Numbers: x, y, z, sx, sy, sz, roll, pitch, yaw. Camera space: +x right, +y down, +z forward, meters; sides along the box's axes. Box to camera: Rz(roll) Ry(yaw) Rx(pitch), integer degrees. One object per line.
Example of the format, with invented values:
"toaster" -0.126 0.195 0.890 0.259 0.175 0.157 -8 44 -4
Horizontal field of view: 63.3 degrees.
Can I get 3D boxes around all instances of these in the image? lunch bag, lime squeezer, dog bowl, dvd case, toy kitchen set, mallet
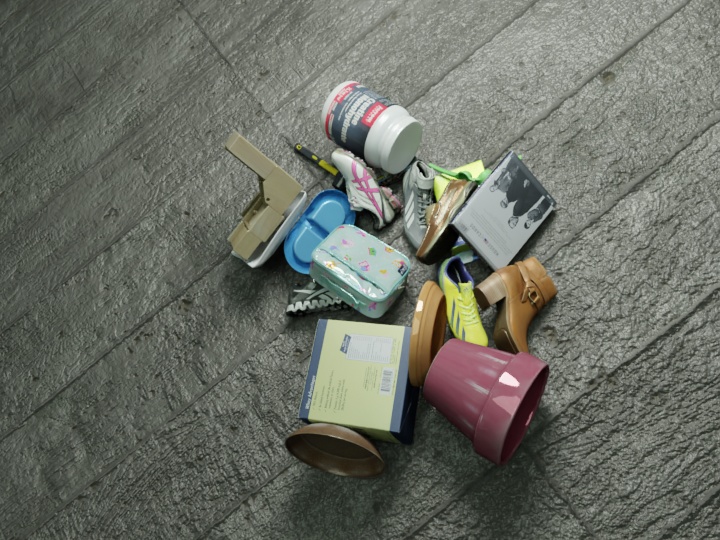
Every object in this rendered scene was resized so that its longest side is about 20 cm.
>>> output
"lunch bag" 0.000 0.000 1.220 0.199 0.078 0.160 32 45 15
"lime squeezer" 0.239 -0.210 1.236 0.197 0.038 0.072 -2 69 17
"dog bowl" -0.097 -0.088 1.312 0.111 0.049 0.201 37 83 -21
"dvd case" 0.289 -0.115 1.179 0.150 0.025 0.200 44 80 -14
"toy kitchen set" -0.266 -0.172 1.289 0.201 0.180 0.163 -51 27 3
"mallet" -0.083 -0.263 1.402 0.066 0.041 0.200 -44 62 0

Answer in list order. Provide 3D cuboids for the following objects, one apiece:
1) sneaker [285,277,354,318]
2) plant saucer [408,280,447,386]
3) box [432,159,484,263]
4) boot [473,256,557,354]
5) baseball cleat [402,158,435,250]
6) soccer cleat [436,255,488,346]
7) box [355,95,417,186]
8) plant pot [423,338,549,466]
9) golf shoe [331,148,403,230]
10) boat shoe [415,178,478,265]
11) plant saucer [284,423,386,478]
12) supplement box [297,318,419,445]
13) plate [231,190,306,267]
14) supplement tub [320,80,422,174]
"sneaker" -0.073 0.044 1.276 0.197 0.066 0.092 -10 73 15
"plant saucer" 0.133 0.122 1.116 0.037 0.200 0.203 7 74 17
"box" 0.233 -0.125 1.254 0.120 0.048 0.203 -18 67 10
"boot" 0.327 0.082 1.146 0.153 0.074 0.202 -26 91 -20
"baseball cleat" 0.129 -0.144 1.257 0.069 0.107 0.203 -4 69 -15
"soccer cleat" 0.207 0.066 1.171 0.064 0.084 0.203 -8 64 -22
"box" 0.044 -0.295 1.372 0.135 0.038 0.202 -23 67 8
"plant pot" 0.221 0.219 1.064 0.178 0.200 0.202 26 80 29
"golf shoe" 0.001 -0.178 1.280 0.092 0.073 0.200 -46 103 -5
"boat shoe" 0.170 -0.104 1.207 0.073 0.076 0.201 27 76 31
"plant saucer" -0.045 0.338 1.109 0.197 0.202 0.037 4 52 18
"supplement box" 0.008 0.217 1.147 0.197 0.135 0.203 4 66 18
"plate" -0.206 -0.099 1.338 0.201 0.032 0.199 -57 29 -6
"supplement tub" 0.023 -0.314 1.286 0.199 0.140 0.141 35 84 24
